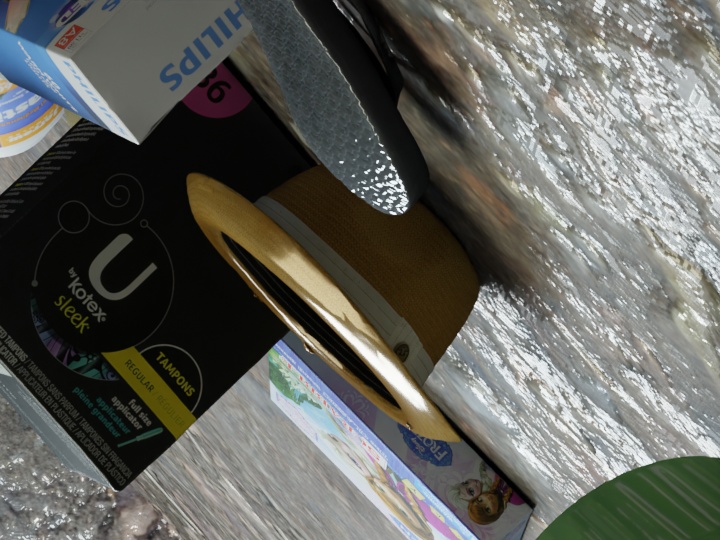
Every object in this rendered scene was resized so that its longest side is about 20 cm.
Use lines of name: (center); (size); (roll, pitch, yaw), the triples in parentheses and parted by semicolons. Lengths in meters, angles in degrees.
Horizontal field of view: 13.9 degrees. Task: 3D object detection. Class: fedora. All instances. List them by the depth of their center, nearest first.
fedora: (0.000, 0.000, 1.494); (0.200, 0.082, 0.201); (42, 172, 7)

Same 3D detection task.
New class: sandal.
sandal: (-0.018, -0.114, 1.305); (0.076, 0.043, 0.201); (6, 129, 62)

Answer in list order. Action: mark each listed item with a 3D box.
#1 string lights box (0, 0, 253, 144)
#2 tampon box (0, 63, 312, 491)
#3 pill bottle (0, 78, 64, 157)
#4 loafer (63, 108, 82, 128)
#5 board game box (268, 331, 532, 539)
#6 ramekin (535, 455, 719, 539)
string lights box: (-0.127, -0.133, 1.453); (0.059, 0.103, 0.200); (51, 167, -27)
tampon box: (-0.122, -0.003, 1.626); (0.150, 0.200, 0.126); (48, 168, -14)
pill bottle: (-0.229, -0.136, 1.789); (0.112, 0.112, 0.200); (45, 168, 10)
loafer: (-0.116, -0.050, 1.782); (0.067, 0.076, 0.201); (29, 148, 59)
board game box: (0.022, 0.116, 1.900); (0.200, 0.041, 0.200); (45, 168, 11)
ramekin: (0.148, 0.180, 1.290); (0.200, 0.200, 0.098); (55, 173, -35)
